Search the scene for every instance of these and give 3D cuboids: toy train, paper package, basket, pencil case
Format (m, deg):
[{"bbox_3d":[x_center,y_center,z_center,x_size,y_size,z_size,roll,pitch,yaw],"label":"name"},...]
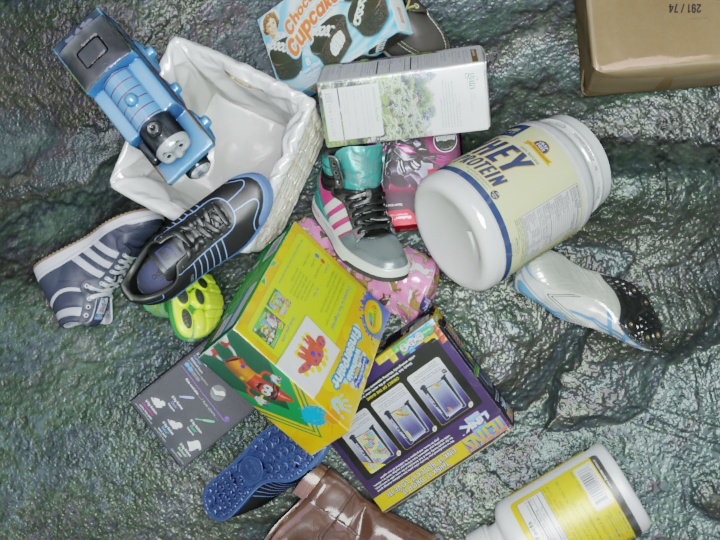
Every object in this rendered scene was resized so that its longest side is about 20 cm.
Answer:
[{"bbox_3d":[-0.239,-0.184,0.900,0.086,0.114,0.201,-39,82,6],"label":"toy train"},{"bbox_3d":[0.364,-0.319,0.992,0.196,0.103,0.194,-4,85,8],"label":"paper package"},{"bbox_3d":[-0.166,-0.142,1.024,0.196,0.161,0.203,25,90,8],"label":"basket"},{"bbox_3d":[0.000,0.000,1.035,0.197,0.083,0.087,19,50,8],"label":"pencil case"}]

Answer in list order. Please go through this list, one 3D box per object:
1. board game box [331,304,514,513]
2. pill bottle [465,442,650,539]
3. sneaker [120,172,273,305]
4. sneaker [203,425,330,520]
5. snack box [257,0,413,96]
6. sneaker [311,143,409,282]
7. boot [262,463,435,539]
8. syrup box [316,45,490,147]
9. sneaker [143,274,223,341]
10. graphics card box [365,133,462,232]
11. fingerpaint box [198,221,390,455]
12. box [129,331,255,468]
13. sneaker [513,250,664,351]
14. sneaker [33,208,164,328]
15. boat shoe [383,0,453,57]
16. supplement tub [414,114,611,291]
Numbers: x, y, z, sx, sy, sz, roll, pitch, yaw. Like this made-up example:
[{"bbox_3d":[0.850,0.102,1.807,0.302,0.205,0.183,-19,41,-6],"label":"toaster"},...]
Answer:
[{"bbox_3d":[0.059,0.168,0.997,0.199,0.057,0.166,-36,97,15],"label":"board game box"},{"bbox_3d":[0.227,0.300,0.972,0.198,0.111,0.112,-31,83,5],"label":"pill bottle"},{"bbox_3d":[-0.179,-0.031,0.904,0.200,0.078,0.070,-43,86,11],"label":"sneaker"},{"bbox_3d":[-0.104,0.234,1.006,0.199,0.078,0.071,-35,77,23],"label":"sneaker"},{"bbox_3d":[-0.036,-0.305,1.029,0.198,0.037,0.118,-22,84,37],"label":"snack box"},{"bbox_3d":[0.006,-0.085,0.971,0.082,0.200,0.122,-10,128,-28],"label":"sneaker"},{"bbox_3d":[-0.022,0.364,1.031,0.198,0.064,0.188,33,93,3],"label":"boot"},{"bbox_3d":[0.052,-0.206,0.977,0.196,0.082,0.080,-6,117,6],"label":"syrup box"},{"bbox_3d":[-0.226,0.034,1.034,0.073,0.200,0.084,20,110,-32],"label":"sneaker"},{"bbox_3d":[0.068,-0.153,1.049,0.123,0.051,0.204,-4,85,8],"label":"graphics card box"},{"bbox_3d":[-0.066,0.072,0.924,0.167,0.201,0.073,43,126,-16],"label":"fingerpaint box"},{"bbox_3d":[-0.164,0.130,1.023,0.199,0.122,0.107,-39,93,5],"label":"box"},{"bbox_3d":[0.279,0.040,1.011,0.198,0.073,0.073,28,62,-4],"label":"sneaker"},{"bbox_3d":[-0.328,0.003,1.082,0.198,0.070,0.110,-26,79,12],"label":"sneaker"},{"bbox_3d":[0.039,-0.320,1.031,0.072,0.061,0.201,-42,67,-9],"label":"boat shoe"},{"bbox_3d":[0.177,-0.083,0.956,0.198,0.145,0.146,-30,83,-22],"label":"supplement tub"}]
